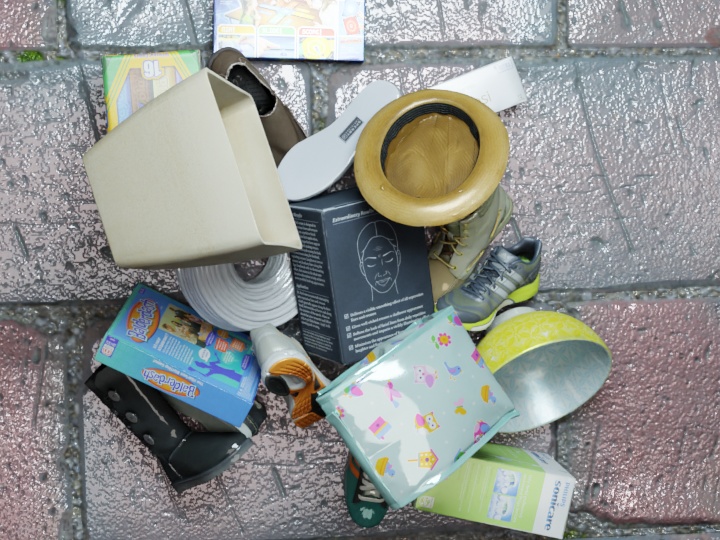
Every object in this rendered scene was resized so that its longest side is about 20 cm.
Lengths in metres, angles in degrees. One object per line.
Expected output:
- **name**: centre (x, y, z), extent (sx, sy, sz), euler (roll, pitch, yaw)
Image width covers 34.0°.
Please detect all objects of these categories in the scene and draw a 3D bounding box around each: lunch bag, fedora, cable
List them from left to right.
- **cable**: centre (-0.143, -0.020, 1.510), extent (0.200, 0.069, 0.200), euler (16, 88, -37)
- **lunch bag**: centre (0.061, 0.167, 1.411), extent (0.200, 0.122, 0.171), euler (-35, 92, -28)
- **fedora**: centre (0.088, -0.125, 1.427), extent (0.200, 0.082, 0.201), euler (-4, 60, 7)

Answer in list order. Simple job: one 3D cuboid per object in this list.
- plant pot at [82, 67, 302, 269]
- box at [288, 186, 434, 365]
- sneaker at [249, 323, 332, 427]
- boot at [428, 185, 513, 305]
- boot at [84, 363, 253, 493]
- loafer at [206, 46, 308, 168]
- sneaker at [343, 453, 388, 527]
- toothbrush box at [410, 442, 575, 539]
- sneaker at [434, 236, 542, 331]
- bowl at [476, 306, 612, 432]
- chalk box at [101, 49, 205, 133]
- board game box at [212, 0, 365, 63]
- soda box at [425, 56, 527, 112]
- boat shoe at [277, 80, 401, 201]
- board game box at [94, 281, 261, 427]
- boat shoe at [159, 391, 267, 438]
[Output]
- **plant pot**: centre (-0.198, -0.092, 1.350), extent (0.177, 0.200, 0.200), euler (-19, 86, 8)
- **box**: centre (0.000, 0.000, 1.505), extent (0.148, 0.107, 0.200), euler (-15, 105, -30)
- **sneaker**: centre (-0.084, 0.130, 1.527), extent (0.076, 0.200, 0.092), euler (-28, 56, -2)
- **boot**: centre (0.119, -0.041, 1.522), extent (0.072, 0.155, 0.200), euler (35, 87, 19)
- **boot**: centre (-0.249, 0.183, 1.520), extent (0.165, 0.066, 0.200), euler (-32, 96, 39)
- **loafer**: centre (-0.127, -0.196, 1.522), extent (0.073, 0.071, 0.200), euler (-41, 112, -1)
- **sneaker**: centre (0.021, 0.251, 1.574), extent (0.071, 0.080, 0.200), euler (9, 93, -6)
- **toothbrush box**: centre (0.164, 0.277, 1.557), extent (0.200, 0.146, 0.086), euler (11, 92, -6)
- **sneaker**: centre (0.167, 0.012, 1.527), extent (0.074, 0.200, 0.081), euler (31, 130, 27)
- **bowl**: centre (0.219, 0.114, 1.559), extent (0.200, 0.200, 0.108), euler (-20, 52, -4)
- **chalk box**: centre (-0.254, -0.170, 1.500), extent (0.124, 0.124, 0.201), euler (-3, 93, -5)
- **board game box**: centre (-0.093, -0.343, 1.546), extent (0.200, 0.034, 0.136), euler (1, 94, -6)
- **soda box**: centre (0.114, -0.216, 1.557), extent (0.200, 0.068, 0.064), euler (-21, 95, -3)
- **boat shoe**: centre (-0.023, -0.158, 1.490), extent (0.200, 0.057, 0.069), euler (-42, 78, 2)
- **board game box**: centre (-0.222, 0.105, 1.506), extent (0.200, 0.152, 0.045), euler (27, 115, -6)
- **boat shoe**: centre (-0.216, 0.156, 1.558), extent (0.200, 0.076, 0.060), euler (36, 52, 3)
